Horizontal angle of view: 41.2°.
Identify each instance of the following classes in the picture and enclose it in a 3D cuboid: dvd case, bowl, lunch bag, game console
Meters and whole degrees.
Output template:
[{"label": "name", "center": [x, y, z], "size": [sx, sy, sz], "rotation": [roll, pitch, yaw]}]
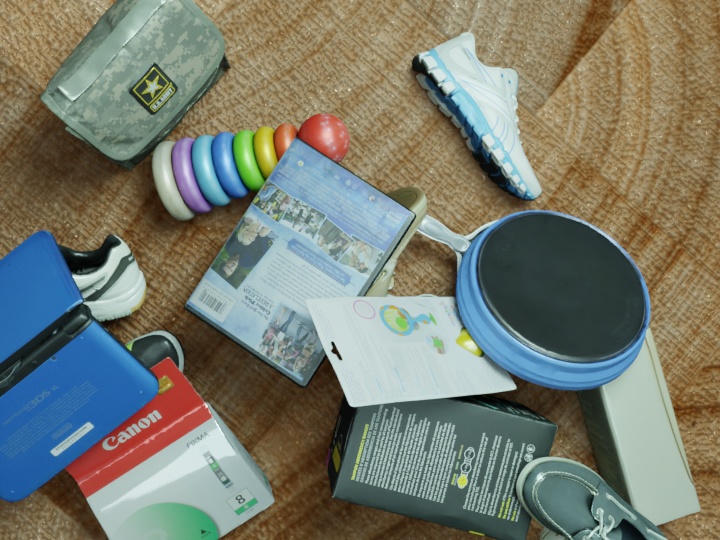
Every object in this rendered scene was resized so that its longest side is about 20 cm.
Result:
[{"label": "dvd case", "center": [-0.058, -0.008, 0.923], "size": [0.142, 0.018, 0.200], "rotation": [33, 87, 5]}, {"label": "bowl", "center": [0.196, 0.023, 0.959], "size": [0.200, 0.039, 0.201], "rotation": [7, 54, -10]}, {"label": "lunch bag", "center": [-0.219, -0.193, 0.935], "size": [0.118, 0.200, 0.164], "rotation": [43, 88, -4]}, {"label": "game console", "center": [-0.326, 0.095, 0.942], "size": [0.200, 0.118, 0.171], "rotation": [-37, 119, 5]}]

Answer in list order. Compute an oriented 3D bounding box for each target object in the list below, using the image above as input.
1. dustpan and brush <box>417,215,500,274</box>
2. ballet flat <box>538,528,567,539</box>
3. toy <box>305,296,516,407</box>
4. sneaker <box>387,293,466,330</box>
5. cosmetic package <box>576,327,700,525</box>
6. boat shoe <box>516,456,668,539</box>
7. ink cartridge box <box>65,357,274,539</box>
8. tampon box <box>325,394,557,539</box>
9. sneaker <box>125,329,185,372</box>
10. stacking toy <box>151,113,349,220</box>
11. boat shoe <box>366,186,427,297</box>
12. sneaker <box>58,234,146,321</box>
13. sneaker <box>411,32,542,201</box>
[{"label": "dustpan and brush", "center": [0.131, -0.013, 1.034], "size": [0.199, 0.057, 0.140], "rotation": [28, 90, -5]}, {"label": "ballet flat", "center": [0.217, 0.321, 1.053], "size": [0.062, 0.067, 0.201], "rotation": [16, 91, 5]}, {"label": "toy", "center": [0.043, 0.082, 0.909], "size": [0.199, 0.047, 0.115], "rotation": [-2, 52, -34]}, {"label": "sneaker", "center": [0.017, 0.060, 1.026], "size": [0.199, 0.083, 0.081], "rotation": [15, 71, 10]}, {"label": "cosmetic package", "center": [0.288, 0.162, 1.031], "size": [0.073, 0.104, 0.201], "rotation": [-18, 94, -4]}, {"label": "boat shoe", "center": [0.236, 0.245, 0.927], "size": [0.200, 0.062, 0.073], "rotation": [37, 85, -21]}, {"label": "ink cartridge box", "center": [-0.205, 0.209, 0.989], "size": [0.161, 0.050, 0.200], "rotation": [-32, 122, -2]}, {"label": "tampon box", "center": [0.076, 0.183, 0.993], "size": [0.199, 0.150, 0.127], "rotation": [16, 90, -4]}, {"label": "sneaker", "center": [-0.269, 0.139, 1.002], "size": [0.200, 0.083, 0.072], "rotation": [-37, 94, -2]}, {"label": "stacking toy", "center": [-0.108, -0.117, 0.981], "size": [0.199, 0.085, 0.086], "rotation": [-15, 93, 11]}, {"label": "boat shoe", "center": [0.000, 0.000, 0.972], "size": [0.200, 0.072, 0.065], "rotation": [-47, 122, -6]}, {"label": "sneaker", "center": [-0.327, 0.015, 0.986], "size": [0.199, 0.076, 0.088], "rotation": [-16, 126, -12]}, {"label": "sneaker", "center": [0.146, -0.169, 1.027], "size": [0.087, 0.075, 0.200], "rotation": [-35, 94, -8]}]
